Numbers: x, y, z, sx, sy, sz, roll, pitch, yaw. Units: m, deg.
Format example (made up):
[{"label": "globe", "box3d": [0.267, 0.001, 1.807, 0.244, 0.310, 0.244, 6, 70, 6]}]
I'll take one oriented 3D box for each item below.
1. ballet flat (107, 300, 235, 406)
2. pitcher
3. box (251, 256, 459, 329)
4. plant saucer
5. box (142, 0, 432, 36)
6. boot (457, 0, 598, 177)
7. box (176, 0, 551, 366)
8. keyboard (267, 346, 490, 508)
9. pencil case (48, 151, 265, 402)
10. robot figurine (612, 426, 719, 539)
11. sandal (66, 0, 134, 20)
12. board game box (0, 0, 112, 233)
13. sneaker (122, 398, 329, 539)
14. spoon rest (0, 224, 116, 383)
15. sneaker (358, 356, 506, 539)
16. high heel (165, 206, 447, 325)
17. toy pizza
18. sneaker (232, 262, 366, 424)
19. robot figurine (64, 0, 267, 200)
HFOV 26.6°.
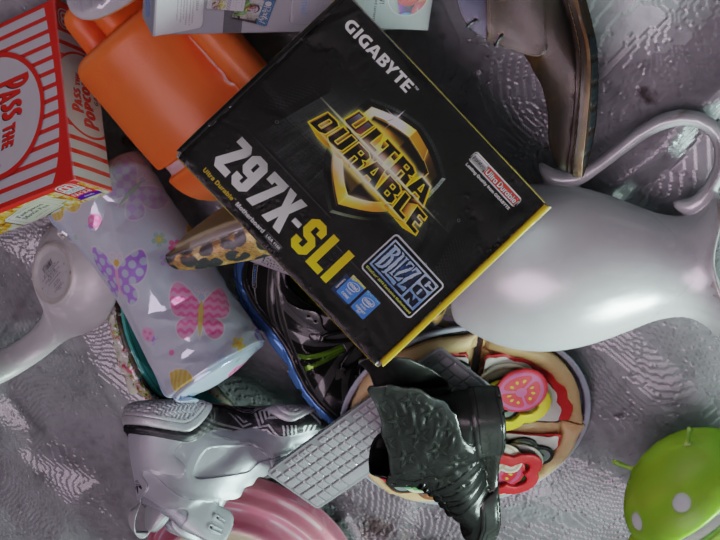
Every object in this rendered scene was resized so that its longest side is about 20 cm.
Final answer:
[{"label": "ballet flat", "box3d": [-0.162, 0.106, 1.300, 0.064, 0.076, 0.200, -26, 104, 40]}, {"label": "pitcher", "box3d": [0.166, -0.028, 1.092, 0.200, 0.121, 0.172, -1, 96, 9]}, {"label": "box", "box3d": [0.000, 0.000, 1.170, 0.200, 0.039, 0.041, 20, 164, -5]}, {"label": "plant saucer", "box3d": [-0.102, 0.273, 1.372, 0.200, 0.051, 0.201, 9, 125, 13]}, {"label": "box", "box3d": [-0.042, -0.237, 1.018, 0.200, 0.041, 0.156, -4, 123, -19]}, {"label": "boot", "box3d": [0.112, -0.162, 1.038, 0.097, 0.075, 0.200, -1, 101, 13]}, {"label": "box", "box3d": [0.001, -0.060, 1.023, 0.160, 0.049, 0.200, -43, 92, 2]}, {"label": "keyboard", "box3d": [0.012, 0.124, 1.174, 0.056, 0.011, 0.200, 41, 123, -17]}, {"label": "pencil case", "box3d": [-0.162, 0.004, 1.200, 0.200, 0.091, 0.083, 55, 165, 6]}, {"label": "robot figurine", "box3d": [0.284, 0.203, 1.164, 0.200, 0.116, 0.175, 48, 129, -9]}, {"label": "sandal", "box3d": [-0.113, -0.235, 1.070, 0.207, 0.079, 0.059, -36, 141, 0]}, {"label": "board game box", "box3d": [-0.292, -0.106, 1.195, 0.200, 0.046, 0.152, -19, 71, 27]}, {"label": "sneaker", "box3d": [-0.099, 0.166, 1.247, 0.200, 0.075, 0.115, 5, 82, -23]}, {"label": "spoon rest", "box3d": [-0.266, 0.029, 1.299, 0.200, 0.061, 0.099, -43, 66, 30]}, {"label": "sneaker", "box3d": [0.053, 0.139, 1.140, 0.104, 0.060, 0.200, -6, 134, -5]}, {"label": "high heel", "box3d": [-0.030, 0.004, 1.103, 0.200, 0.071, 0.143, -21, 111, -9]}, {"label": "toy pizza", "box3d": [0.084, 0.123, 1.198, 0.200, 0.032, 0.200, -3, 130, -3]}, {"label": "sneaker", "box3d": [-0.020, 0.055, 1.218, 0.083, 0.071, 0.200, -31, 101, 37]}, {"label": "robot figurine", "box3d": [-0.128, -0.135, 1.128, 0.144, 0.117, 0.200, -37, 100, 20]}]
